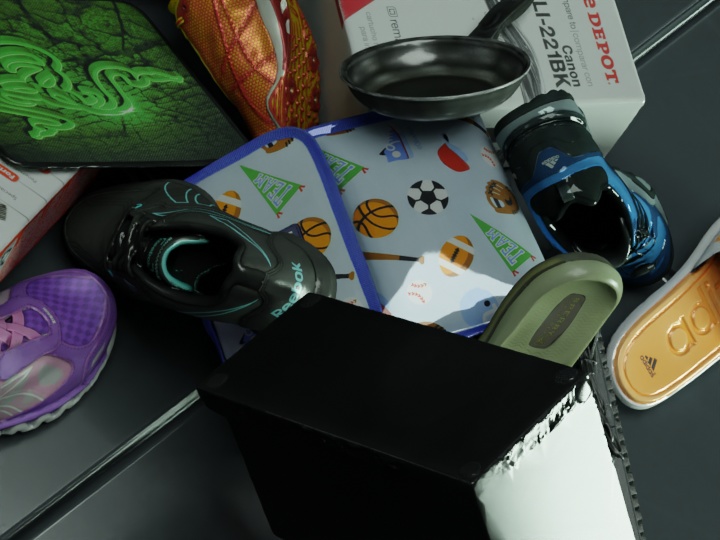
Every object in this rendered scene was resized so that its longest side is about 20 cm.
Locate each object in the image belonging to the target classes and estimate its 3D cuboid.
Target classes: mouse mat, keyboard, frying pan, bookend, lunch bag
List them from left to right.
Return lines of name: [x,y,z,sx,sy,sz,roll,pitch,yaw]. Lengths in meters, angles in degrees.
mouse mat: [-0.168,-0.115,1.270,0.200,0.008,0.161,-5,48,-47]
lunch bag: [0.000,0.000,1.270,0.199,0.124,0.170,-13,63,-16]
bookend: [0.039,0.134,1.104,0.092,0.198,0.200,-40,125,-31]
frying pan: [0.048,-0.131,1.296,0.115,0.031,0.190,-1,24,7]
keyboard: [0.148,0.092,1.276,0.021,0.127,0.201,-14,65,7]

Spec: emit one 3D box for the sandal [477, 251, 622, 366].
sandal: [0.089,0.075,1.217,0.080,0.201,0.057,1,44,-31]

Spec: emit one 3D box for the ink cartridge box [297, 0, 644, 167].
ink cartridge box: [0.069,-0.147,1.392,0.199,0.084,0.145,-4,64,-22]

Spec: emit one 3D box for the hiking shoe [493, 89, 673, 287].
hiking shoe: [0.143,-0.026,1.313,0.200,0.074,0.087,39,28,-50]

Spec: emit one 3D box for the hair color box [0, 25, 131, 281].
hair color box: [-0.222,-0.061,1.210,0.111,0.064,0.200,33,29,-1]

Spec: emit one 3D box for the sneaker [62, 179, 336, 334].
sneaker: [-0.105,-0.015,1.207,0.079,0.200,0.076,17,88,-52]

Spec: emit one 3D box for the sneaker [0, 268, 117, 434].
sneaker: [-0.216,0.052,1.184,0.200,0.089,0.081,-29,75,-31]

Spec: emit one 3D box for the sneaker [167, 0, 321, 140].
sneaker: [-0.076,-0.150,1.336,0.073,0.077,0.201,-31,108,-67]

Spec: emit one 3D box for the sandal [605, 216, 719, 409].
sandal: [0.243,0.020,1.369,0.207,0.059,0.079,-42,109,-28]
